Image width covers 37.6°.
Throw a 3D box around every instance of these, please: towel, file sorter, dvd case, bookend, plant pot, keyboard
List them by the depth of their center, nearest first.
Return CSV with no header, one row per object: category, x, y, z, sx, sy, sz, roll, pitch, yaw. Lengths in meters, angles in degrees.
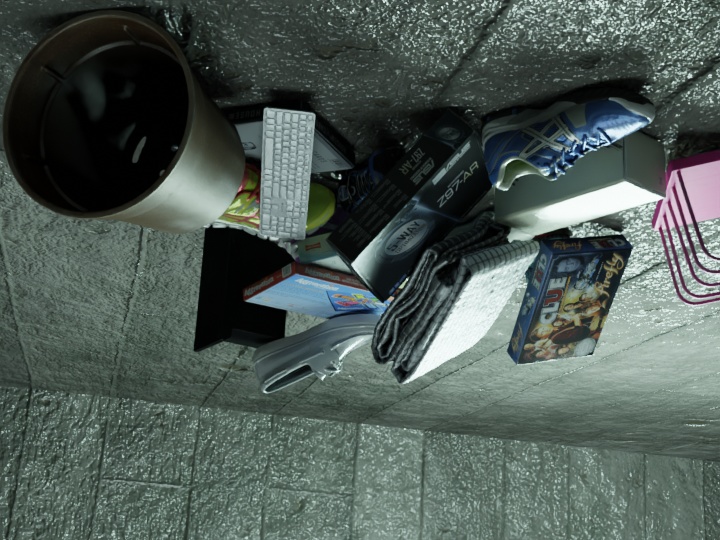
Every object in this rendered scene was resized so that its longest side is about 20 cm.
plant pot,-0.218,-0.130,1.072,0.198,0.202,0.198,-1,170,16
keyboard,-0.085,-0.106,1.203,0.056,0.011,0.201,2,139,-6
file sorter,0.432,-0.048,1.229,0.138,0.127,0.200,-13,161,5
dvd case,-0.125,-0.148,1.249,0.198,0.025,0.150,-4,161,23
towel,0.111,0.030,1.314,0.165,0.086,0.201,-20,146,-47
bookend,-0.124,0.028,1.521,0.199,0.201,0.092,13,159,-31

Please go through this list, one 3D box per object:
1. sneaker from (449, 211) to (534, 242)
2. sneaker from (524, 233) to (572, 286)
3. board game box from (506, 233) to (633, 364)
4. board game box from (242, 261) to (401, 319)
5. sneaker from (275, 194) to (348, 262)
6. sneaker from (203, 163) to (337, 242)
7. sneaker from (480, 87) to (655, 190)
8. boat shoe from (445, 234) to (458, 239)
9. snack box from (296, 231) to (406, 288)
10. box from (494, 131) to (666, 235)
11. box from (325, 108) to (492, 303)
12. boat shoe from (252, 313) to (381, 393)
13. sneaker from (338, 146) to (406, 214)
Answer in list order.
sneaker,0.173,-0.028,1.478,0.076,0.082,0.200,16,158,-30
sneaker,0.280,0.008,1.545,0.079,0.096,0.200,-4,161,24
board game box,0.297,0.043,1.517,0.134,0.035,0.201,-5,128,-21
board game box,-0.042,0.032,1.363,0.199,0.020,0.103,15,150,-43
sneaker,-0.099,-0.048,1.420,0.198,0.115,0.073,4,165,4
sneaker,-0.125,-0.089,1.275,0.198,0.079,0.090,1,153,-8
sneaker,0.219,-0.137,1.119,0.199,0.078,0.075,-13,155,39
boat shoe,0.080,-0.042,1.477,0.070,0.071,0.200,-9,-165,-26
snack box,0.000,0.000,1.378,0.115,0.037,0.200,-13,157,8
box,0.253,-0.102,1.240,0.082,0.069,0.199,15,159,-37
box,0.061,-0.069,1.207,0.043,0.200,0.160,42,176,22
boat shoe,-0.056,0.115,1.439,0.198,0.069,0.072,-18,157,14
sneaker,0.015,-0.093,1.305,0.088,0.079,0.200,1,163,1
